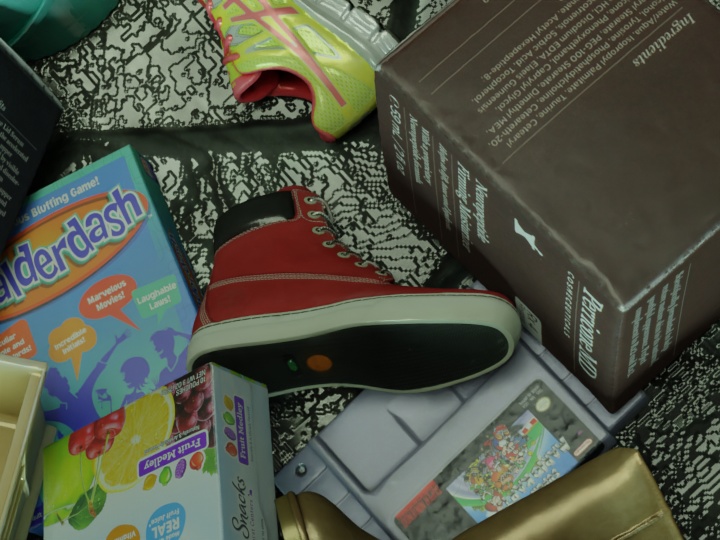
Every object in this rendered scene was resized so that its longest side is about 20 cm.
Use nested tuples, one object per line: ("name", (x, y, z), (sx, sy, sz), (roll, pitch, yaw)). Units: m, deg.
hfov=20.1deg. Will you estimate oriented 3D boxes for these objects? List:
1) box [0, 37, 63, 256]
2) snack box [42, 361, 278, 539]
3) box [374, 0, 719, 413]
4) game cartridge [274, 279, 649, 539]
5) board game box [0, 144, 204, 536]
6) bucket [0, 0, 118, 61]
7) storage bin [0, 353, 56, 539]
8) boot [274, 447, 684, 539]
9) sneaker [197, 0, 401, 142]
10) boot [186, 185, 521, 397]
("box", (-0.298, -0.049, 1.256), (0.147, 0.104, 0.201), (2, 62, 31))
("snack box", (-0.111, 0.169, 1.123), (0.142, 0.053, 0.201), (-28, 53, 32))
("box", (0.134, -0.064, 1.149), (0.164, 0.166, 0.200), (-39, 69, -12))
("game cartridge", (0.060, 0.102, 1.209), (0.200, 0.038, 0.130), (-44, 66, 0))
("board game box", (-0.169, 0.044, 1.271), (0.151, 0.045, 0.201), (-27, 71, 6))
("bucket", (-0.244, -0.238, 1.314), (0.206, 0.135, 0.209), (-4, 74, 13))
("storage bin", (-0.296, 0.141, 1.162), (0.198, 0.094, 0.200), (11, 65, 2))
("boot", (0.069, 0.148, 1.129), (0.199, 0.176, 0.066), (-27, 38, 2))
("sneaker", (-0.066, -0.155, 1.282), (0.200, 0.078, 0.091), (36, 88, 19))
("boot", (0.000, 0.000, 1.215), (0.198, 0.073, 0.145), (-4, 48, 14))
